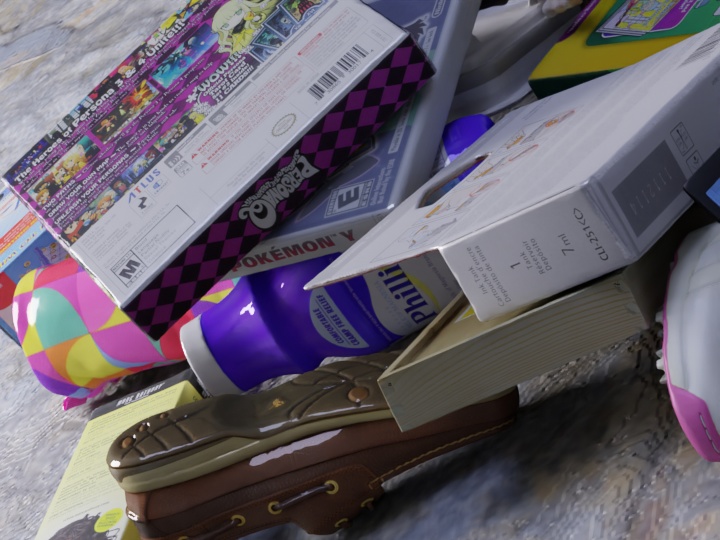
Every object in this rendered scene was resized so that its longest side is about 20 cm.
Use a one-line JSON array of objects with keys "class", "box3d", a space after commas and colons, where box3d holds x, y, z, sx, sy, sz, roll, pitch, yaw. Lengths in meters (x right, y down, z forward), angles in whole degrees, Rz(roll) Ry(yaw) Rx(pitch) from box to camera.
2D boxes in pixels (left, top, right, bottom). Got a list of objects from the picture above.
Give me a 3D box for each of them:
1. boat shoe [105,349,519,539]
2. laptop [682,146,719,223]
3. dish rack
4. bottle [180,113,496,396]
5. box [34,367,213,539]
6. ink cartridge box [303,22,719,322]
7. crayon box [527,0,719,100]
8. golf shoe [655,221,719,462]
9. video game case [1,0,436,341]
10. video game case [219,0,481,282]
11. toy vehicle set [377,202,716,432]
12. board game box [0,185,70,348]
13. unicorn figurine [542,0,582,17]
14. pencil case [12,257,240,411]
[{"class": "boat shoe", "box3d": [-0.018, 0.088, 1.175, 0.198, 0.068, 0.072, -15, 17, 6]}, {"class": "laptop", "box3d": [0.267, -0.044, 0.984, 0.177, 0.104, 0.200, -45, 26, -17]}, {"class": "dish rack", "box3d": [0.035, -0.113, 1.403, 0.171, 0.044, 0.200, -15, 12, 28]}, {"class": "bottle", "box3d": [0.000, 0.000, 1.282, 0.199, 0.084, 0.065, -30, 29, 12]}, {"class": "box", "box3d": [-0.124, 0.138, 1.244, 0.075, 0.050, 0.201, -23, 27, 27]}, {"class": "ink cartridge box", "box3d": [0.094, -0.042, 1.128, 0.176, 0.045, 0.200, -22, 13, 43]}, {"class": "crayon box", "box3d": [0.210, -0.148, 1.300, 0.172, 0.058, 0.200, 0, 42, 51]}, {"class": "golf shoe", "box3d": [0.187, -0.001, 1.054, 0.091, 0.076, 0.201, -13, 34, 35]}, {"class": "video game case", "box3d": [-0.079, -0.075, 1.290, 0.200, 0.036, 0.181, -44, 37, -5]}, {"class": "video game case", "box3d": [-0.030, -0.079, 1.306, 0.181, 0.023, 0.201, -14, 42, 32]}, {"class": "toy vehicle set", "box3d": [0.095, 0.007, 1.134, 0.124, 0.027, 0.200, -24, 8, 25]}, {"class": "board game box", "box3d": [-0.162, -0.055, 1.579, 0.200, 0.056, 0.196, -43, 18, 3]}, {"class": "unicorn figurine", "box3d": [0.122, -0.189, 1.351, 0.199, 0.074, 0.137, -24, 7, 9]}, {"class": "pencil case", "box3d": [-0.104, 0.014, 1.401, 0.199, 0.089, 0.089, -20, 29, 33]}]
